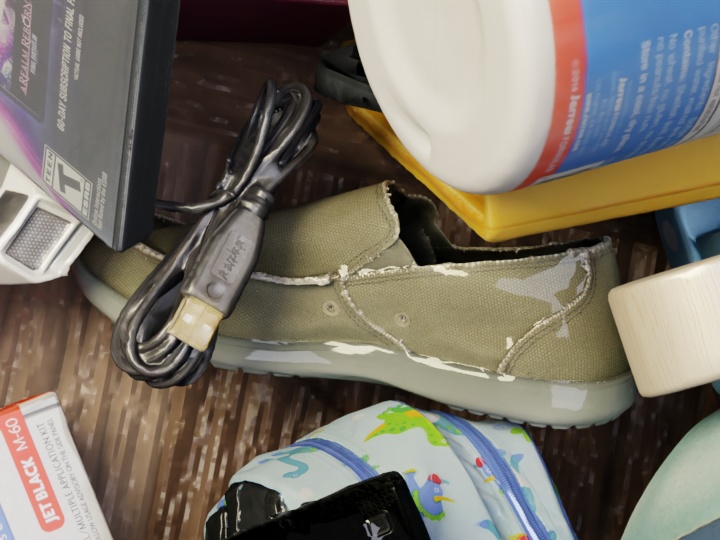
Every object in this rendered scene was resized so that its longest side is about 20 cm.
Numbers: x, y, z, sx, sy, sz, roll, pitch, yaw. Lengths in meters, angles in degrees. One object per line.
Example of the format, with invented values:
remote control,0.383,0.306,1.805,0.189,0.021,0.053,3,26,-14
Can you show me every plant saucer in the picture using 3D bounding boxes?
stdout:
plant saucer,0.166,0.048,0.885,0.201,0.201,0.039,-20,78,-14

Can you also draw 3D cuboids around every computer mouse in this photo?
computer mouse,-0.116,-0.029,0.913,0.200,0.044,0.110,14,75,22

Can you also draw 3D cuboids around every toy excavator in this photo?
toy excavator,0.154,-0.005,0.921,0.194,0.200,0.100,-18,88,-14

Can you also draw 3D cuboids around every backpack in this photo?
backpack,0.022,0.145,0.909,0.154,0.163,0.200,-37,86,-22

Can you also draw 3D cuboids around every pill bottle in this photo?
pill bottle,0.105,-0.099,0.823,0.200,0.112,0.112,-17,88,-25

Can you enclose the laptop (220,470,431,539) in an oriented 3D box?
laptop,-0.051,0.186,0.835,0.200,0.103,0.178,-21,80,-19

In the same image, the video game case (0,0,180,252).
video game case,-0.131,-0.114,0.857,0.200,0.143,0.019,38,49,26

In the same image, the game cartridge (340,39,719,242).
game cartridge,0.110,-0.061,0.933,0.200,0.176,0.033,-9,109,-13

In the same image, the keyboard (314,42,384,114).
keyboard,0.061,-0.098,0.933,0.200,0.104,0.040,-25,122,-46

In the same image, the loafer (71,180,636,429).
loafer,0.000,0.000,0.924,0.200,0.075,0.070,10,103,10

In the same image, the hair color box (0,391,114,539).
hair color box,-0.176,0.128,0.903,0.200,0.064,0.111,-23,91,-13

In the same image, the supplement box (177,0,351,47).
supplement box,-0.056,-0.185,0.950,0.110,0.086,0.200,3,84,-13
